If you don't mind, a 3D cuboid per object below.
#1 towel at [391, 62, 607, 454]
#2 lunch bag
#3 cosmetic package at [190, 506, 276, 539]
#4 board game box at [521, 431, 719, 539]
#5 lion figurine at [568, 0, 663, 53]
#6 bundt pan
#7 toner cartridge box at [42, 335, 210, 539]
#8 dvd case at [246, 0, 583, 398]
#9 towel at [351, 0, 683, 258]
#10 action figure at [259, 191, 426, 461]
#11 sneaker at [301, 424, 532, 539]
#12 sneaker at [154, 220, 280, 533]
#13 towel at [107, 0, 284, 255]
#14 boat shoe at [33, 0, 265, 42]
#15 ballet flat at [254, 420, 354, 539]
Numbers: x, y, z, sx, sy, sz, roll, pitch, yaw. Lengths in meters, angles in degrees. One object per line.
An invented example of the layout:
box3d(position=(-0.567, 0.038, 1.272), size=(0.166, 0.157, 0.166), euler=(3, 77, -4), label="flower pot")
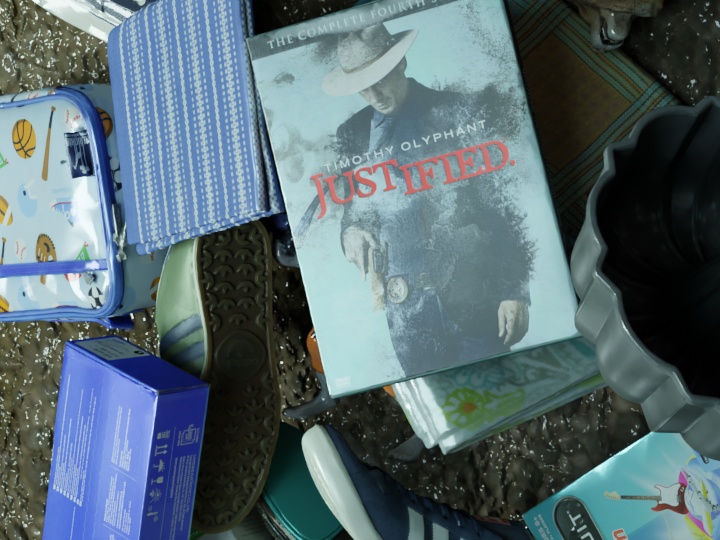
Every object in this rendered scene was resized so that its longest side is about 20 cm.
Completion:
box3d(position=(0.074, -0.015, 1.274), size=(0.201, 0.170, 0.048), euler=(65, 159, 8), label="towel")
box3d(position=(-0.197, -0.039, 1.504), size=(0.199, 0.075, 0.161), euler=(-2, 96, 49), label="lunch bag")
box3d(position=(-0.089, 0.223, 1.475), size=(0.107, 0.085, 0.201), euler=(-36, 77, 15), label="cosmetic package")
box3d(position=(0.206, 0.153, 1.282), size=(0.200, 0.047, 0.151), euler=(-38, 76, 35), label="board game box")
box3d(position=(0.091, -0.190, 1.211), size=(0.073, 0.200, 0.122), euler=(-58, 19, -3), label="lion figurine")
box3d(position=(0.194, 0.014, 1.182), size=(0.202, 0.201, 0.076), euler=(55, 147, 14), label="bundt pan")
box3d(position=(-0.149, 0.150, 1.400), size=(0.095, 0.043, 0.201), euler=(25, 113, 43), label="toner cartridge box")
box3d(position=(0.029, -0.045, 1.218), size=(0.145, 0.022, 0.201), euler=(-14, 84, 13), label="dvd case")
box3d(position=(0.079, -0.095, 1.262), size=(0.200, 0.147, 0.022), euler=(41, 157, 13), label="towel")
box3d(position=(0.000, 0.000, 1.397), size=(0.200, 0.104, 0.195), euler=(24, 109, 62), label="action figure")
box3d(position=(0.047, 0.155, 1.335), size=(0.084, 0.075, 0.200), euler=(-38, 105, -4), label="sneaker")
box3d(position=(-0.093, 0.056, 1.432), size=(0.090, 0.067, 0.201), euler=(-153, 65, -68), label="sneaker")
box3d(position=(-0.099, -0.090, 1.339), size=(0.200, 0.024, 0.146), euler=(-12, 84, 62), label="towel")
box3d(position=(-0.141, -0.190, 1.461), size=(0.200, 0.075, 0.093), euler=(33, 107, 21), label="boat shoe")
box3d(position=(-0.007, 0.177, 1.438), size=(0.200, 0.068, 0.076), euler=(37, 144, 23), label="ballet flat")
